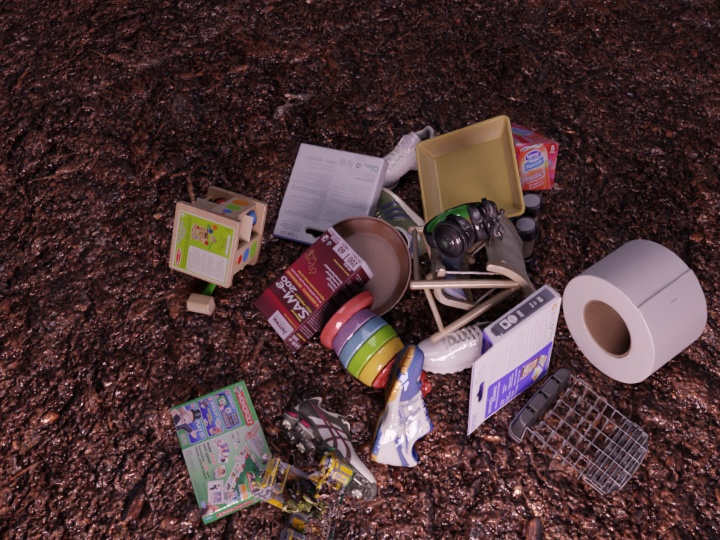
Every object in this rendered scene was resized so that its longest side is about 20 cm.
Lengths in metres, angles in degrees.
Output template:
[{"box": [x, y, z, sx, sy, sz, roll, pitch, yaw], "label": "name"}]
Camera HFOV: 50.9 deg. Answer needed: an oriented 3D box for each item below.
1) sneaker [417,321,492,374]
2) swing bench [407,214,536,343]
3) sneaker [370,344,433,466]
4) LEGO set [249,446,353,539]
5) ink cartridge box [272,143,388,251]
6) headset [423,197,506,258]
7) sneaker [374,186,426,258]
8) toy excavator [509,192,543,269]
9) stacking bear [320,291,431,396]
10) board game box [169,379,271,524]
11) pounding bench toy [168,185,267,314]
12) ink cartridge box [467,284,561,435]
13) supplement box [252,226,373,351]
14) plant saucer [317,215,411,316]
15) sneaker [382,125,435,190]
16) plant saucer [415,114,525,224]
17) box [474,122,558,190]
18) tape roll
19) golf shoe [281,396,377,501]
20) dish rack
[{"box": [0.188, 0.125, 1.324, 0.195, 0.081, 0.078, -8, 53, -5], "label": "sneaker"}, {"box": [0.194, -0.007, 1.330, 0.196, 0.132, 0.201, -17, 31, 13], "label": "swing bench"}, {"box": [0.079, 0.215, 1.201, 0.086, 0.204, 0.075, 15, 17, -3], "label": "sneaker"}, {"box": [-0.105, 0.345, 1.094, 0.115, 0.153, 0.203, 31, 61, -22], "label": "LEGO set"}, {"box": [-0.060, -0.141, 1.514, 0.192, 0.043, 0.205, 14, 83, 23], "label": "ink cartridge box"}, {"box": [0.176, -0.083, 1.250, 0.122, 0.096, 0.199, -29, 22, -15], "label": "headset"}, {"box": [0.054, -0.094, 1.501, 0.089, 0.068, 0.199, -35, 63, -31], "label": "sneaker"}, {"box": [0.264, -0.113, 1.512, 0.195, 0.101, 0.197, 9, 50, 17], "label": "toy excavator"}, {"box": [0.034, 0.150, 1.286, 0.200, 0.113, 0.122, 44, 105, 16], "label": "stacking bear"}, {"box": [-0.219, 0.288, 1.223, 0.132, 0.029, 0.202, -18, 54, -15], "label": "board game box"}, {"box": [-0.267, -0.035, 1.426, 0.122, 0.204, 0.156, 17, 21, 10], "label": "pounding bench toy"}, {"box": [0.237, 0.148, 1.232, 0.198, 0.201, 0.043, -32, 51, -25], "label": "ink cartridge box"}, {"box": [-0.085, 0.033, 1.362, 0.200, 0.061, 0.109, -45, 61, -3], "label": "supplement box"}, {"box": [0.000, 0.000, 1.413, 0.195, 0.037, 0.205, -3, 72, 11], "label": "plant saucer"}, {"box": [0.080, -0.241, 1.598, 0.198, 0.101, 0.075, -34, 61, -23], "label": "sneaker"}, {"box": [0.213, -0.174, 1.463, 0.196, 0.048, 0.205, -14, 72, 23], "label": "plant saucer"}, {"box": [0.308, -0.236, 1.543, 0.097, 0.098, 0.200, -3, 22, -16], "label": "box"}, {"box": [0.465, 0.069, 1.295, 0.137, 0.205, 0.203, -28, 56, -22], "label": "tape roll"}, {"box": [-0.037, 0.277, 1.207, 0.199, 0.078, 0.087, 38, 51, 24], "label": "golf shoe"}, {"box": [0.360, 0.265, 1.235, 0.199, 0.055, 0.153, 38, 62, 23], "label": "dish rack"}]
